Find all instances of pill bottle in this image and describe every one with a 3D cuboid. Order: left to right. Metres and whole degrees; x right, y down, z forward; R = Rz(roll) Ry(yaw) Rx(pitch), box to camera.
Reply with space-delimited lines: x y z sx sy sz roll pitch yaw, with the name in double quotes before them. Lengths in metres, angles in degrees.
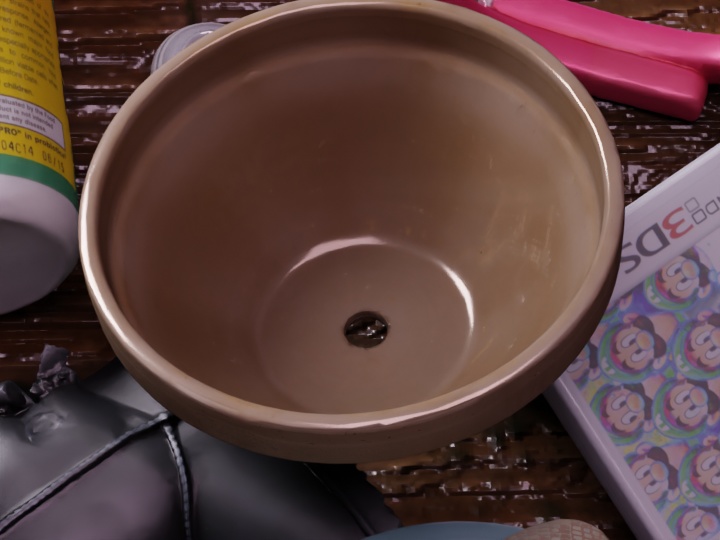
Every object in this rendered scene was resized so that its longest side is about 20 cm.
"pill bottle" -0.178 -0.088 1.104 0.112 0.113 0.201 -6 65 -9

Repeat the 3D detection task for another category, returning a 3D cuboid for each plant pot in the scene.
"plant pot" 0.000 0.000 1.021 0.200 0.093 0.202 -3 53 4

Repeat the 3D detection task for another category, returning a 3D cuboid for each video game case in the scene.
"video game case" 0.176 0.048 1.093 0.182 0.024 0.201 -33 90 -20

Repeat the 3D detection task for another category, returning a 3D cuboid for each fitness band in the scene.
"fitness band" 0.108 -0.124 1.133 0.199 0.144 0.038 15 62 1

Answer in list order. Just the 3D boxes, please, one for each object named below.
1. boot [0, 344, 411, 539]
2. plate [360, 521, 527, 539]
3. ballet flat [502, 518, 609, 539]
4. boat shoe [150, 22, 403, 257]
"boot" -0.080 0.111 1.040 0.162 0.074 0.198 -30 64 -21
"plate" 0.044 0.178 0.960 0.199 0.026 0.201 4 62 -8
"ballet flat" 0.027 0.150 0.922 0.067 0.062 0.200 43 64 13
"boat shoe" -0.007 -0.041 1.122 0.072 0.069 0.200 -38 74 -21
